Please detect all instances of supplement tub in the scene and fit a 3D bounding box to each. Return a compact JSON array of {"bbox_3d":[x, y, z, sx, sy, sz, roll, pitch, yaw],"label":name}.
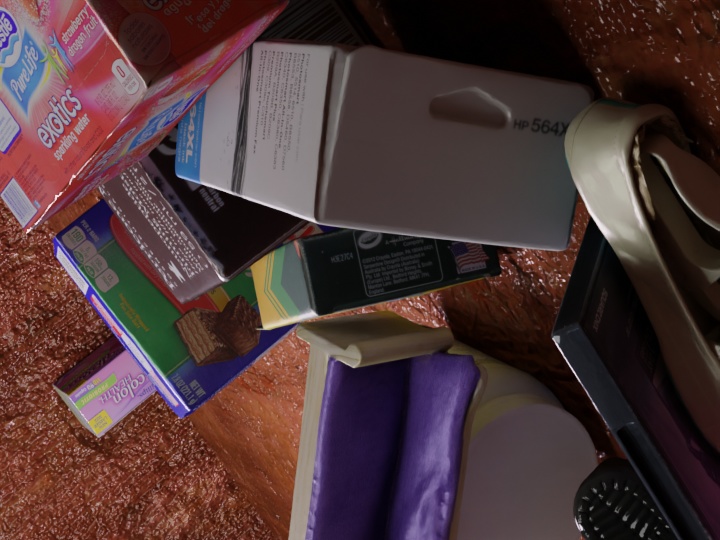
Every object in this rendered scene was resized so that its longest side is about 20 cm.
[{"bbox_3d":[0.064,0.127,1.061,0.146,0.144,0.199,59,164,-25],"label":"supplement tub"}]

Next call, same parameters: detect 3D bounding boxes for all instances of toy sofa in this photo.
[{"bbox_3d":[0.008,0.133,0.937,0.097,0.082,0.203,25,113,46],"label":"toy sofa"}]

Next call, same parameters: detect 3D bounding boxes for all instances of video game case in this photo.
[{"bbox_3d":[0.159,0.073,0.717,0.201,0.019,0.143,56,-151,-15],"label":"video game case"}]

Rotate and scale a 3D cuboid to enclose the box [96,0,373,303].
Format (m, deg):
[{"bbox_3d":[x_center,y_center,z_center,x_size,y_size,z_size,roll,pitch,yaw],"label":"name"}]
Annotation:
[{"bbox_3d":[-0.087,-0.096,0.967,0.167,0.164,0.200,53,165,-4],"label":"box"}]

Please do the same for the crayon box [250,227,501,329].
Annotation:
[{"bbox_3d":[0.000,0.000,0.988,0.200,0.125,0.052,159,98,-74],"label":"crayon box"}]

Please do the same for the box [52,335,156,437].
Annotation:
[{"bbox_3d":[-0.462,0.205,2.755,0.097,0.175,0.200,55,165,-14],"label":"box"}]

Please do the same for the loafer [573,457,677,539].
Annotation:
[{"bbox_3d":[0.212,0.188,0.930,0.201,0.073,0.071,52,-158,-10],"label":"loafer"}]

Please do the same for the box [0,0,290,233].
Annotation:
[{"bbox_3d":[-0.134,-0.112,0.742,0.103,0.094,0.200,53,147,-2],"label":"box"}]

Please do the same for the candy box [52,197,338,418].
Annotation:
[{"bbox_3d":[-0.110,-0.015,1.156,0.170,0.199,0.077,51,164,-2],"label":"candy box"}]

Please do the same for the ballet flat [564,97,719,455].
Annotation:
[{"bbox_3d":[0.160,0.009,0.675,0.201,0.069,0.069,57,164,-12],"label":"ballet flat"}]

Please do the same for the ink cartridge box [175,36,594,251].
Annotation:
[{"bbox_3d":[0.004,-0.070,0.768,0.200,0.144,0.086,23,106,63],"label":"ink cartridge box"}]
